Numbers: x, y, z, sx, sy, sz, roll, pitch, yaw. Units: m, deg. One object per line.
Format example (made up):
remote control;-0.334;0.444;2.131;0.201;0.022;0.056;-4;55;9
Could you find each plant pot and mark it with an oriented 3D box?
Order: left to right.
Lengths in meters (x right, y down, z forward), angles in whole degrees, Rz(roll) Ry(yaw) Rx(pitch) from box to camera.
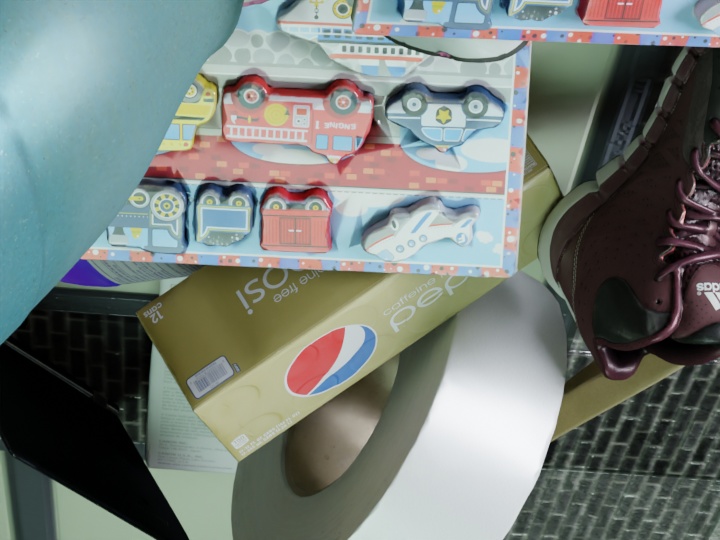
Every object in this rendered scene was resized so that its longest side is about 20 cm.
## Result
plant pot;-0.148;-0.087;0.958;0.199;0.188;0.201;28;143;24

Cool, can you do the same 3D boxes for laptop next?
laptop;-0.217;0.100;1.515;0.199;0.117;0.187;-12;150;28

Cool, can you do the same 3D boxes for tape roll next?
tape roll;0.017;0.078;1.338;0.071;0.204;0.202;27;146;-23

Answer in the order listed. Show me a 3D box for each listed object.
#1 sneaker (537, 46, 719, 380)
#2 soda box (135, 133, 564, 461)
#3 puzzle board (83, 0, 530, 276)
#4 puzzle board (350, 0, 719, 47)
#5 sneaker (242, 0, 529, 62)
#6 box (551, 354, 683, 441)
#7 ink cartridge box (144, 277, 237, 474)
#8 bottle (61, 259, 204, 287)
sneaker;0.161;-0.026;1.164;0.075;0.116;0.200;17;128;-28
soda box;0.000;0.000;1.242;0.199;0.064;0.068;-34;150;0
puzzle board;-0.027;-0.069;1.155;0.198;0.017;0.152;2;118;1
puzzle board;0.104;-0.144;0.948;0.198;0.017;0.151;0;128;-14
sneaker;-0.021;-0.152;1.013;0.199;0.081;0.087;13;142;15
box;0.181;0.015;1.294;0.163;0.021;0.200;-33;179;-39
ink cartridge box;-0.037;0.041;1.481;0.159;0.047;0.201;5;137;-3
bottle;-0.121;-0.029;1.299;0.199;0.066;0.084;-7;156;20
